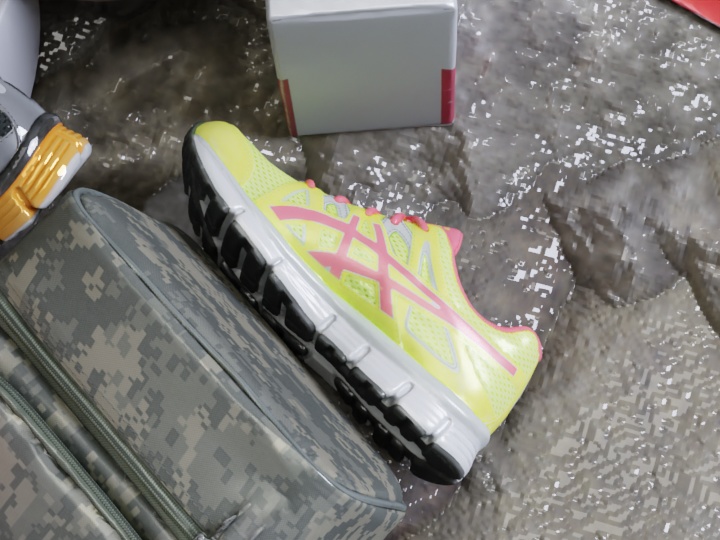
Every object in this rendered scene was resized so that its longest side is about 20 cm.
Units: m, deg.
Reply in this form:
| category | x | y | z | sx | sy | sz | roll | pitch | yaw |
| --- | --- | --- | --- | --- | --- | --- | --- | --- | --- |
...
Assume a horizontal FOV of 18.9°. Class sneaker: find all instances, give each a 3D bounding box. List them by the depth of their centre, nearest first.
| category | x | y | z | sx | sy | sz | roll | pitch | yaw |
| --- | --- | --- | --- | --- | --- | --- | --- | --- | --- |
| sneaker | -0.205 | -0.029 | 0.948 | 0.200 | 0.078 | 0.077 | -32 | 109 | 31 |
| sneaker | 0.000 | 0.000 | 0.978 | 0.090 | 0.078 | 0.200 | -41 | 82 | -17 |

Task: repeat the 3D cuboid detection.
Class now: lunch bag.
| category | x | y | z | sx | sy | sz | roll | pitch | yaw |
| --- | --- | --- | --- | --- | --- | --- | --- | --- | --- |
| lunch bag | -0.102 | 0.091 | 0.924 | 0.168 | 0.139 | 0.200 | -45 | 75 | 8 |

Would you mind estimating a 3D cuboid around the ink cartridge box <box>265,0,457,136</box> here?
| category | x | y | z | sx | sy | sz | roll | pitch | yaw |
| --- | --- | --- | --- | --- | --- | --- | --- | --- | --- |
| ink cartridge box | -0.004 | -0.180 | 0.988 | 0.083 | 0.145 | 0.201 | -4 | 73 | 2 |

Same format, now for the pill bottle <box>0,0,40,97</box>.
| category | x | y | z | sx | sy | sz | roll | pitch | yaw |
| --- | --- | --- | --- | --- | --- | --- | --- | --- | --- |
| pill bottle | -0.255 | -0.110 | 0.994 | 0.199 | 0.111 | 0.111 | 10 | 75 | 5 |

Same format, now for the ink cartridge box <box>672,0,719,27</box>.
| category | x | y | z | sx | sy | sz | roll | pitch | yaw |
| --- | --- | --- | --- | --- | --- | --- | --- | --- | --- |
| ink cartridge box | 0.229 | -0.203 | 1.024 | 0.116 | 0.067 | 0.200 | 30 | 78 | 10 |
